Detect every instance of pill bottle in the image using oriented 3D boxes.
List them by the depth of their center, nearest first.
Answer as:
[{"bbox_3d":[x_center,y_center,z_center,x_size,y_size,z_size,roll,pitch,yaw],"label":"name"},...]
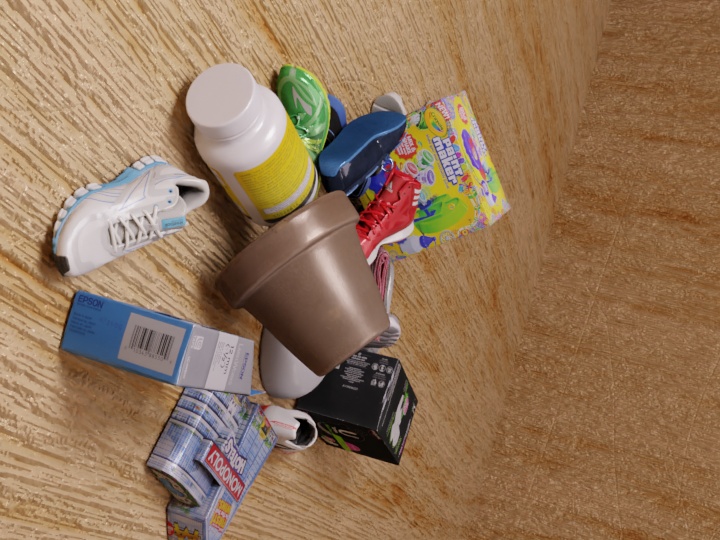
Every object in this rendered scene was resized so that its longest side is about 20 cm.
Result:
[{"bbox_3d":[-0.126,-0.144,1.082,0.201,0.109,0.113,60,46,-61],"label":"pill bottle"}]

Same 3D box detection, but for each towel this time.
[{"bbox_3d":[0.000,0.000,1.454,0.200,0.022,0.147,-124,-143,-61],"label":"towel"}]

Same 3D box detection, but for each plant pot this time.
[{"bbox_3d":[-0.055,0.029,1.160,0.199,0.176,0.200,-34,175,-3],"label":"plant pot"}]

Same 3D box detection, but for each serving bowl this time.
[{"bbox_3d":[-0.077,0.100,1.411,0.200,0.065,0.204,13,90,-69],"label":"serving bowl"}]

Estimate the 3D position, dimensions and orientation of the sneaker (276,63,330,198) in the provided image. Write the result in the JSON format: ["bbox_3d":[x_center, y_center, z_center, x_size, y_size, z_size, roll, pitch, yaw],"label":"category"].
[{"bbox_3d":[-0.085,-0.168,1.230,0.084,0.073,0.204,-51,147,-57],"label":"sneaker"}]

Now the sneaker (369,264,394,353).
[{"bbox_3d":[0.024,0.072,1.659,0.080,0.075,0.204,24,80,-78],"label":"sneaker"}]

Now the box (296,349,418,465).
[{"bbox_3d":[0.000,0.223,1.559,0.201,0.146,0.126,65,41,-60],"label":"box"}]

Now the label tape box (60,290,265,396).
[{"bbox_3d":[-0.194,0.081,0.983,0.200,0.141,0.067,25,79,-69],"label":"label tape box"}]

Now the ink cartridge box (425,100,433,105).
[{"bbox_3d":[0.146,-0.202,1.802,0.145,0.083,0.203,-57,152,-44],"label":"ink cartridge box"}]

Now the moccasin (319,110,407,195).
[{"bbox_3d":[-0.001,-0.161,1.299,0.200,0.079,0.069,-40,136,-43],"label":"moccasin"}]

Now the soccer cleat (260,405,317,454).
[{"bbox_3d":[-0.097,0.244,1.410,0.200,0.084,0.070,46,59,-65],"label":"soccer cleat"}]

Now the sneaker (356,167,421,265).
[{"bbox_3d":[0.015,-0.081,1.304,0.199,0.078,0.117,-38,151,-46],"label":"sneaker"}]

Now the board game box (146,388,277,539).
[{"bbox_3d":[-0.193,0.253,1.196,0.201,0.061,0.202,72,35,-54],"label":"board game box"}]

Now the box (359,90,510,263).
[{"bbox_3d":[0.102,-0.146,1.467,0.122,0.190,0.203,-33,101,-61],"label":"box"}]

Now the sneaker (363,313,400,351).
[{"bbox_3d":[0.005,0.085,1.534,0.199,0.073,0.084,157,-63,-64],"label":"sneaker"}]

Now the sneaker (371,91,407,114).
[{"bbox_3d":[0.073,-0.207,1.592,0.080,0.069,0.204,-56,137,-63],"label":"sneaker"}]

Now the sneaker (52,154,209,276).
[{"bbox_3d":[-0.220,-0.054,0.924,0.200,0.085,0.076,-51,148,-49],"label":"sneaker"}]

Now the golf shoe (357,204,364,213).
[{"bbox_3d":[0.036,-0.091,1.622,0.200,0.076,0.090,37,41,-64],"label":"golf shoe"}]

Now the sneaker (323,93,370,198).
[{"bbox_3d":[-0.042,-0.161,1.364,0.079,0.069,0.201,-63,148,-28],"label":"sneaker"}]
